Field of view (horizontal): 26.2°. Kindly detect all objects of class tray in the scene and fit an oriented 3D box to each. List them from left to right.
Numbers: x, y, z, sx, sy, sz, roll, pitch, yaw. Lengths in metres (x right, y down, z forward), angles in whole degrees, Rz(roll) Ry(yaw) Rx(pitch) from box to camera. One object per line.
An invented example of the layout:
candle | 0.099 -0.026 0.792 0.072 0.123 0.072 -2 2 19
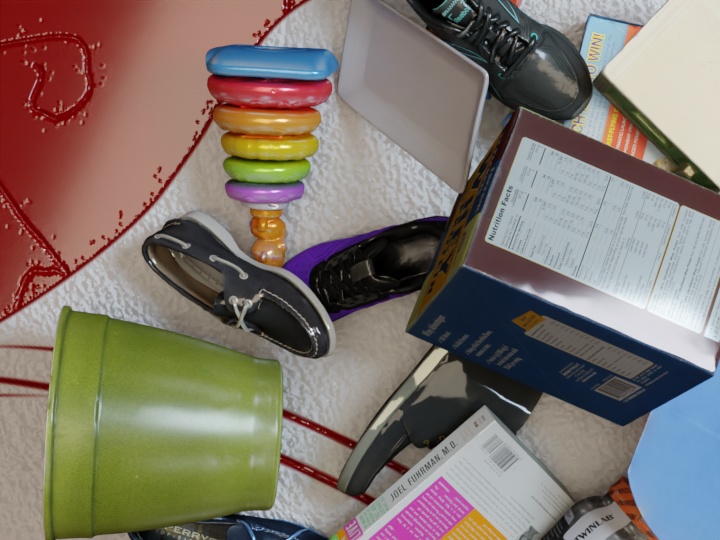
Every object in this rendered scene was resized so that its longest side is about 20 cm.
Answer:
tray | 0.046 -0.155 1.289 0.022 0.200 0.108 -10 125 -31

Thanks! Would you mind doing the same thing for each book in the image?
book | 0.073 0.224 1.332 0.200 0.048 0.134 -41 122 6

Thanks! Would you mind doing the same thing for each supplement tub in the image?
supplement tub | 0.190 0.280 1.317 0.122 0.123 0.200 42 96 2

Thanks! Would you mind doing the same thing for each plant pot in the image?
plant pot | -0.165 0.136 1.324 0.192 0.200 0.202 3 93 -6

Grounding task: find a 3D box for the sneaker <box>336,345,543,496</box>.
sneaker | 0.072 0.139 1.346 0.106 0.075 0.200 39 95 2

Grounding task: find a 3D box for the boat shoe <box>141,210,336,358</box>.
boat shoe | -0.106 0.019 1.328 0.200 0.060 0.074 39 136 24

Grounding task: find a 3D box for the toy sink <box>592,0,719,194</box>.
toy sink | 0.290 -0.119 1.227 0.200 0.130 0.112 44 96 1

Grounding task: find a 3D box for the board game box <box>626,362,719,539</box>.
board game box | 0.289 0.139 1.261 0.157 0.039 0.201 27 79 -21

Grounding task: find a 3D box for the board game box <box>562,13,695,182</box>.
board game box | 0.267 -0.100 1.323 0.195 0.056 0.201 14 94 5

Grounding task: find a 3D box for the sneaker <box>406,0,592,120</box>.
sneaker | 0.099 -0.189 1.244 0.200 0.079 0.076 40 107 12

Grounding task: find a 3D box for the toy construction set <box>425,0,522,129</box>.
toy construction set | 0.129 -0.216 1.313 0.131 0.092 0.201 17 90 19

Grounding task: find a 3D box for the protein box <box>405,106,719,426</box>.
protein box | 0.165 0.005 1.192 0.199 0.199 0.135 23 71 -3

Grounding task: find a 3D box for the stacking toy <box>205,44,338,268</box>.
stacking toy | -0.080 -0.093 1.343 0.109 0.116 0.201 3 103 4

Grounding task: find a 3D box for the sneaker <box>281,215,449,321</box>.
sneaker | 0.000 -0.001 1.332 0.199 0.100 0.070 -21 91 10

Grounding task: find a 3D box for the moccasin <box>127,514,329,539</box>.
moccasin | -0.115 0.257 1.374 0.199 0.068 0.081 9 94 5
